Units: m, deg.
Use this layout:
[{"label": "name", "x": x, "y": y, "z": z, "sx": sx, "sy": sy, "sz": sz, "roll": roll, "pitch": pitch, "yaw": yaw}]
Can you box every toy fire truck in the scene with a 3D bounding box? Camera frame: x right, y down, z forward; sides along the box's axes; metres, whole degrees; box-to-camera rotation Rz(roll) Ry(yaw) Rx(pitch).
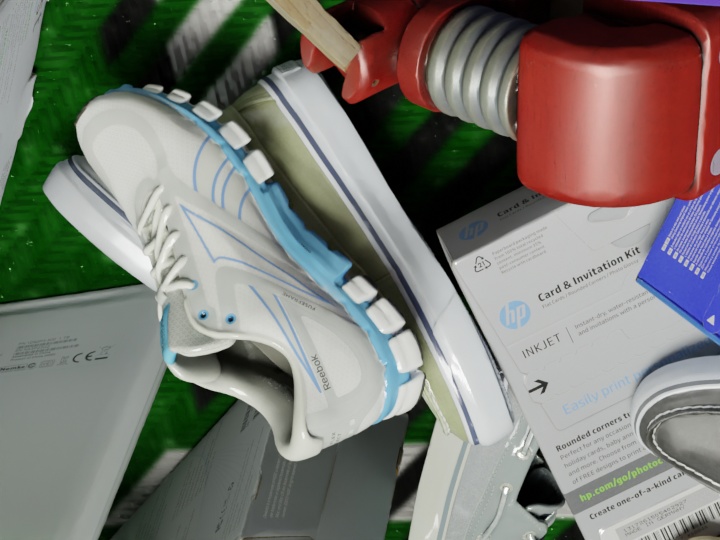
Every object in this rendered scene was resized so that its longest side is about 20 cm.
[{"label": "toy fire truck", "x": 0.047, "y": -0.091, "z": 0.788, "sx": 0.176, "sy": 0.200, "sz": 0.129, "roll": 27, "pitch": 131, "yaw": 37}]

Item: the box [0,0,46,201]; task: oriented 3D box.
[{"label": "box", "x": -0.218, "y": -0.049, "z": 0.909, "sx": 0.097, "sy": 0.177, "sz": 0.200, "roll": 18, "pitch": 126, "yaw": -2}]

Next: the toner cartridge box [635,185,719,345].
[{"label": "toner cartridge box", "x": 0.199, "y": -0.057, "z": 0.834, "sx": 0.043, "sy": 0.095, "sz": 0.200, "roll": 8, "pitch": 114, "yaw": -42}]

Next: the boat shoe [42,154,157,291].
[{"label": "boat shoe", "x": -0.055, "y": -0.008, "z": 0.981, "sx": 0.200, "sy": 0.074, "sz": 0.067, "roll": 34, "pitch": 98, "yaw": -14}]

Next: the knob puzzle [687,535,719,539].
[{"label": "knob puzzle", "x": 0.191, "y": 0.177, "z": 1.030, "sx": 0.219, "sy": 0.030, "sz": 0.220, "roll": -8, "pitch": 141, "yaw": -6}]

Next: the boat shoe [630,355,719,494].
[{"label": "boat shoe", "x": 0.215, "y": 0.098, "z": 0.898, "sx": 0.200, "sy": 0.066, "sz": 0.070, "roll": 20, "pitch": 126, "yaw": 1}]

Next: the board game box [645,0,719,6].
[{"label": "board game box", "x": 0.108, "y": -0.152, "z": 0.758, "sx": 0.200, "sy": 0.135, "sz": 0.045, "roll": 1, "pitch": 128, "yaw": -17}]

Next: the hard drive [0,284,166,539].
[{"label": "hard drive", "x": -0.168, "y": 0.078, "z": 0.970, "sx": 0.132, "sy": 0.200, "sz": 0.026, "roll": -8, "pitch": 123, "yaw": 17}]

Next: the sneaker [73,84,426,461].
[{"label": "sneaker", "x": -0.065, "y": 0.001, "z": 0.881, "sx": 0.200, "sy": 0.087, "sz": 0.075, "roll": 45, "pitch": 141, "yaw": 14}]

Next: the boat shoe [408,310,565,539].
[{"label": "boat shoe", "x": 0.068, "y": 0.111, "z": 1.024, "sx": 0.071, "sy": 0.070, "sz": 0.201, "roll": 15, "pitch": 122, "yaw": 8}]

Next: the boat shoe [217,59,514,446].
[{"label": "boat shoe", "x": 0.000, "y": 0.000, "z": 0.934, "sx": 0.062, "sy": 0.072, "sz": 0.200, "roll": -32, "pitch": 88, "yaw": -3}]

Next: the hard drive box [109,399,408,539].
[{"label": "hard drive box", "x": -0.071, "y": 0.158, "z": 1.033, "sx": 0.077, "sy": 0.156, "sz": 0.200, "roll": 35, "pitch": 124, "yaw": -14}]

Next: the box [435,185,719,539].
[{"label": "box", "x": 0.145, "y": 0.033, "z": 0.943, "sx": 0.156, "sy": 0.041, "sz": 0.200, "roll": -27, "pitch": 118, "yaw": 2}]
